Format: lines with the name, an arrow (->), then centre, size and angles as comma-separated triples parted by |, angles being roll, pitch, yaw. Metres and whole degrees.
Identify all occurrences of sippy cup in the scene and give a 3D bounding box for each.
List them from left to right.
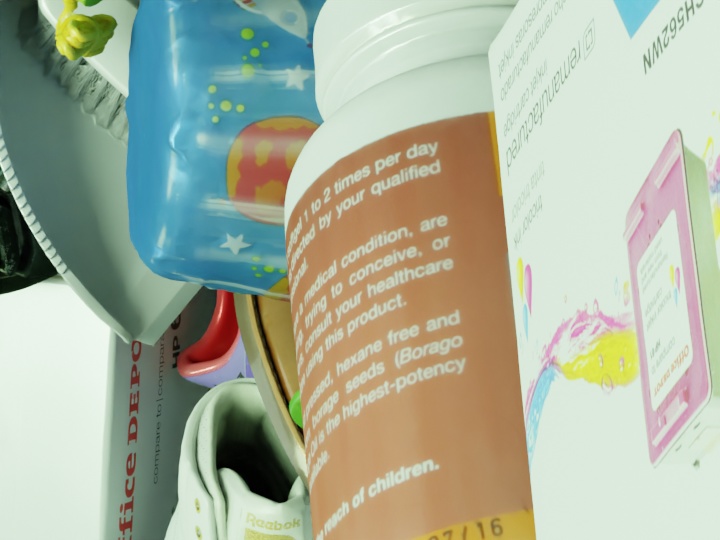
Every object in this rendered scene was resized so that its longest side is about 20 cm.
sippy cup -> -0.005, -0.044, 0.887 | 0.178, 0.130, 0.140 | -109, 25, -57

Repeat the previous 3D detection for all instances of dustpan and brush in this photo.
dustpan and brush -> -0.096, -0.088, 0.930 | 0.140, 0.200, 0.057 | -51, 13, -15

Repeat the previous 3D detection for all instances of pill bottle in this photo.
pill bottle -> 0.038, 0.017, 0.736 | 0.112, 0.112, 0.200 | 113, 154, -57

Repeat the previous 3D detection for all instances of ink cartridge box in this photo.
ink cartridge box -> -0.102, 0.060, 1.185 | 0.200, 0.084, 0.145 | -16, -69, -68
ink cartridge box -> 0.090, 0.016, 0.545 | 0.145, 0.084, 0.201 | 121, 147, -63

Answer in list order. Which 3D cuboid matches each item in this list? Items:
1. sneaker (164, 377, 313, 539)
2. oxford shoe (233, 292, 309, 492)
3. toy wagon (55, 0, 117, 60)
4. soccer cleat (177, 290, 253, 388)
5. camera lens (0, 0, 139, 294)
sneaker -> -0.042, 0.133, 0.998 | 0.116, 0.073, 0.200 | 101, 165, -46
oxford shoe -> 0.000, 0.000, 0.989 | 0.071, 0.071, 0.200 | 37, -143, -48
toy wagon -> -0.046, -0.154, 0.866 | 0.200, 0.040, 0.155 | -53, -4, 14
soccer cleat -> -0.028, -0.042, 1.100 | 0.068, 0.073, 0.201 | -121, 34, -66
camera lens -> -0.158, -0.102, 1.056 | 0.200, 0.160, 0.160 | 46, 146, 20
